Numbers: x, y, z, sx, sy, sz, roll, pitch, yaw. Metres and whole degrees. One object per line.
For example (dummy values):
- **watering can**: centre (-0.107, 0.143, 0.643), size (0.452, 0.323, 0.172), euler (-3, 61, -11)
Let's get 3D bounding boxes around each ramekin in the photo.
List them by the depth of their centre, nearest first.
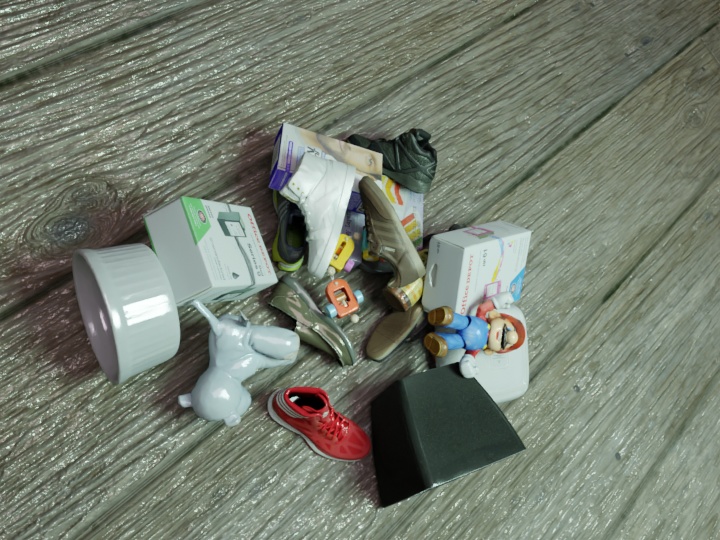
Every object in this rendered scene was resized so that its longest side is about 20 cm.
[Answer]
- **ramekin**: centre (-0.345, 0.057, 0.910), size (0.097, 0.200, 0.203), euler (-17, 80, -33)

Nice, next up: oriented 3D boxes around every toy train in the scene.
- **toy train**: centre (0.000, 0.000, 1.102), size (0.199, 0.056, 0.151), euler (-30, 84, -23)

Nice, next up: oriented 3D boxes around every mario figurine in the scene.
- **mario figurine**: centre (0.211, 0.106, 1.040), size (0.198, 0.124, 0.107), euler (4, 41, -33)

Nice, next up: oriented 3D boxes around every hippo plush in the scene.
- **hippo plush**: centre (-0.186, 0.160, 0.958), size (0.157, 0.200, 0.163), euler (13, 75, 4)

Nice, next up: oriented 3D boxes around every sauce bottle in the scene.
- **sauce bottle**: centre (0.125, -0.010, 1.152), size (0.066, 0.066, 0.200), euler (45, 72, -4)

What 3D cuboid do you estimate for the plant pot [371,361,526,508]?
- **plant pot**: centre (0.126, 0.273, 1.055), size (0.197, 0.200, 0.179), euler (-10, 67, -25)

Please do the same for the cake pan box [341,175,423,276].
- **cake pan box**: centre (0.033, -0.089, 1.201), size (0.182, 0.052, 0.203), euler (11, 71, -18)

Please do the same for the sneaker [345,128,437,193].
- **sneaker**: centre (0.067, -0.244, 1.203), size (0.198, 0.115, 0.076), euler (32, 29, 21)

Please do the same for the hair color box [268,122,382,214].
- **hair color box**: centre (-0.060, -0.182, 1.118), size (0.197, 0.065, 0.111), euler (15, 56, -20)

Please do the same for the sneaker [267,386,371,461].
- **sneaker**: centre (-0.055, 0.256, 1.014), size (0.198, 0.115, 0.079), euler (28, 65, -13)

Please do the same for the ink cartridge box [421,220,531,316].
- **ink cartridge box**: centre (0.215, -0.001, 1.134), size (0.198, 0.084, 0.147), euler (-14, 117, -38)

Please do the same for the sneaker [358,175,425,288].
- **sneaker**: centre (0.036, -0.064, 1.058), size (0.075, 0.070, 0.202), euler (-30, 89, -1)

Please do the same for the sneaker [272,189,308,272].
- **sneaker**: centre (-0.118, -0.104, 1.121), size (0.073, 0.081, 0.203), euler (4, 72, -22)

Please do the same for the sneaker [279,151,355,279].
- **sneaker**: centre (-0.086, -0.095, 1.025), size (0.114, 0.074, 0.203), euler (16, 79, -15)

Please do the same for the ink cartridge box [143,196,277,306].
- **ink cartridge box**: centre (-0.233, -0.030, 0.983), size (0.148, 0.083, 0.200), euler (69, 19, 6)

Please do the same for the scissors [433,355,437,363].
- **scissors**: centre (0.216, 0.112, 1.206), size (0.073, 0.014, 0.201), euler (43, 77, -20)

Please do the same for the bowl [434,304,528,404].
- **bowl**: centre (0.245, 0.162, 1.174), size (0.197, 0.074, 0.203), euler (-3, 91, -26)

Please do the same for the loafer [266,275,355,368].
- **loafer**: centre (-0.089, 0.101, 1.082), size (0.070, 0.075, 0.200), euler (-43, 88, -16)

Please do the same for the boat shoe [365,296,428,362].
- **boat shoe**: centre (0.089, 0.103, 1.154), size (0.200, 0.071, 0.065), euler (-50, 129, -27)

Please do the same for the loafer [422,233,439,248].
- **loafer**: centre (0.175, 0.021, 1.218), size (0.071, 0.063, 0.202), euler (-26, 87, -28)
